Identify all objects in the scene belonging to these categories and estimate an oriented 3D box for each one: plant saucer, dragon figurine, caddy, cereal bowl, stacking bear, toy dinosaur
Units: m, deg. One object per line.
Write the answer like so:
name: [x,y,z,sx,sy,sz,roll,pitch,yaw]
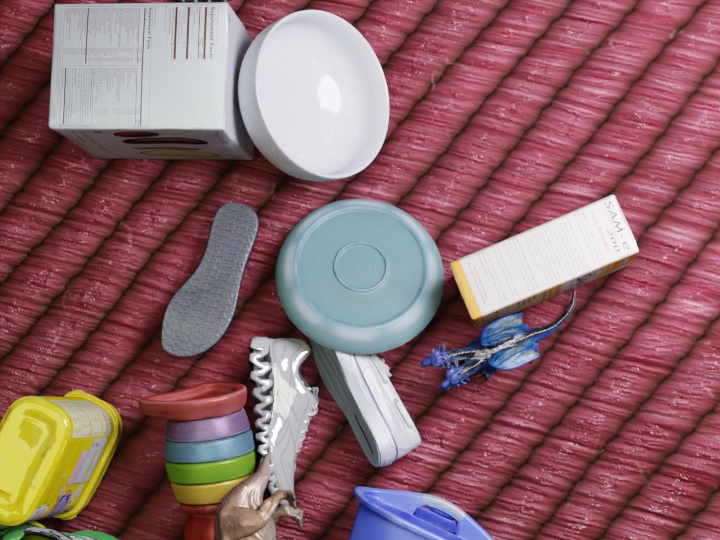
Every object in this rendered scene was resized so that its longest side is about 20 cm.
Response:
plant saucer: [0.000,0.000,1.545,0.199,0.027,0.201,1,65,-2]
dragon figurine: [0.168,0.085,1.516,0.199,0.099,0.059,-23,82,3]
caddy: [0.075,0.306,1.481,0.199,0.141,0.105,24,90,7]
cereal bowl: [-0.065,-0.199,1.548,0.083,0.199,0.201,-7,81,48]
stacking bear: [-0.173,0.239,1.530,0.113,0.121,0.201,-1,97,48]
toy dinosaur: [-0.132,0.304,1.464,0.135,0.086,0.201,-3,83,4]

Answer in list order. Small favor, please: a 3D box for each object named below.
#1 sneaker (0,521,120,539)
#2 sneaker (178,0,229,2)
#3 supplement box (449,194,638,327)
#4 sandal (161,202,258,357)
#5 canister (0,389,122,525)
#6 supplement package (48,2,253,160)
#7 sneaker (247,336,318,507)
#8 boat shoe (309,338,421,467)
sneaker: [-0.336,0.338,1.519,0.199,0.085,0.078,19,84,-29]
sneaker: [-0.155,-0.381,1.623,0.199,0.074,0.080,-8,69,0]
supplement box: [0.208,-0.007,1.509,0.199,0.126,0.074,-23,81,4]
sandal: [-0.174,0.017,1.593,0.076,0.043,0.201,26,77,1]
canister: [-0.354,0.212,1.503,0.086,0.200,0.149,26,87,7]
supplement package: [-0.235,-0.215,1.543,0.199,0.191,0.148,1,85,6]
sneaker: [-0.086,0.175,1.550,0.081,0.075,0.201,-4,85,-6]
boat shoe: [0.004,0.132,1.552,0.066,0.074,0.201,-18,77,-27]
